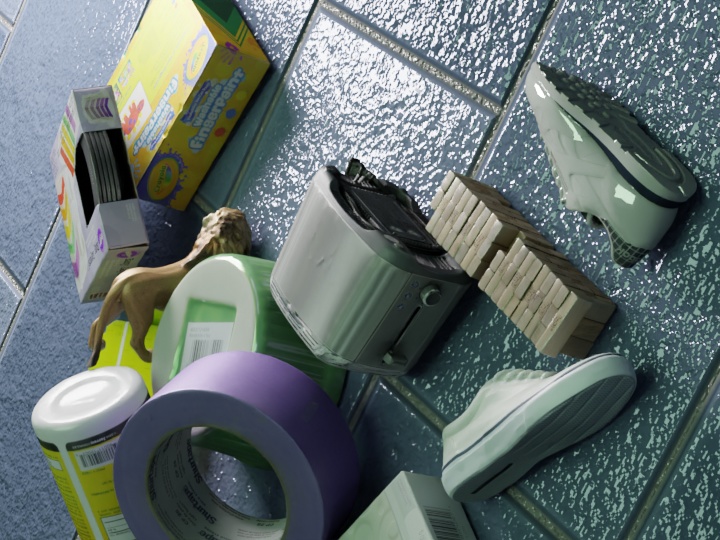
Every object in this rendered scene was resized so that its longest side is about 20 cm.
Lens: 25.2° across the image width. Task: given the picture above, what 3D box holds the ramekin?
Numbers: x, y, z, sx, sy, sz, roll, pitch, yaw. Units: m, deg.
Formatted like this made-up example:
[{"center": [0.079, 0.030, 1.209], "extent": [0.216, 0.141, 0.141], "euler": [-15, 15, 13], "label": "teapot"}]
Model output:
[{"center": [-0.110, 0.080, 1.508], "extent": [0.200, 0.097, 0.201], "euler": [-22, 61, 45], "label": "ramekin"}]

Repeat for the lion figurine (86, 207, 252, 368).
[{"center": [-0.187, 0.017, 1.579], "extent": [0.072, 0.200, 0.123], "euler": [31, 128, 29], "label": "lion figurine"}]

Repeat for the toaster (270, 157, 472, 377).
[{"center": [0.000, 0.000, 1.390], "extent": [0.200, 0.113, 0.130], "euler": [49, 118, 45], "label": "toaster"}]

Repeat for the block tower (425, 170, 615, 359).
[{"center": [0.125, -0.004, 1.283], "extent": [0.054, 0.058, 0.200], "euler": [-60, 38, 18], "label": "block tower"}]

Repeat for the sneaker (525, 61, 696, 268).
[{"center": [0.174, -0.089, 1.242], "extent": [0.081, 0.076, 0.200], "euler": [-63, 36, 28], "label": "sneaker"}]

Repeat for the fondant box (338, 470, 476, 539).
[{"center": [0.021, 0.283, 1.306], "extent": [0.200, 0.058, 0.145], "euler": [-51, 43, 28], "label": "fondant box"}]

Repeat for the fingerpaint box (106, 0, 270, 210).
[{"center": [-0.196, -0.196, 1.736], "extent": [0.200, 0.073, 0.167], "euler": [-57, 40, 24], "label": "fingerpaint box"}]

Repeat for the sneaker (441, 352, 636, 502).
[{"center": [0.125, 0.105, 1.227], "extent": [0.200, 0.073, 0.071], "euler": [-39, 53, 37], "label": "sneaker"}]

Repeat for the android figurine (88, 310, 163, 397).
[{"center": [-0.229, 0.119, 1.690], "extent": [0.200, 0.041, 0.183], "euler": [1, 78, 51], "label": "android figurine"}]

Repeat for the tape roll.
[{"center": [-0.107, 0.177, 1.391], "extent": [0.199, 0.085, 0.201], "euler": [8, 113, 19], "label": "tape roll"}]

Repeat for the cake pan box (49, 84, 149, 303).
[{"center": [-0.283, -0.079, 1.737], "extent": [0.200, 0.052, 0.185], "euler": [137, 119, -65], "label": "cake pan box"}]

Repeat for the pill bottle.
[{"center": [-0.229, 0.202, 1.537], "extent": [0.112, 0.112, 0.201], "euler": [18, 131, 52], "label": "pill bottle"}]
